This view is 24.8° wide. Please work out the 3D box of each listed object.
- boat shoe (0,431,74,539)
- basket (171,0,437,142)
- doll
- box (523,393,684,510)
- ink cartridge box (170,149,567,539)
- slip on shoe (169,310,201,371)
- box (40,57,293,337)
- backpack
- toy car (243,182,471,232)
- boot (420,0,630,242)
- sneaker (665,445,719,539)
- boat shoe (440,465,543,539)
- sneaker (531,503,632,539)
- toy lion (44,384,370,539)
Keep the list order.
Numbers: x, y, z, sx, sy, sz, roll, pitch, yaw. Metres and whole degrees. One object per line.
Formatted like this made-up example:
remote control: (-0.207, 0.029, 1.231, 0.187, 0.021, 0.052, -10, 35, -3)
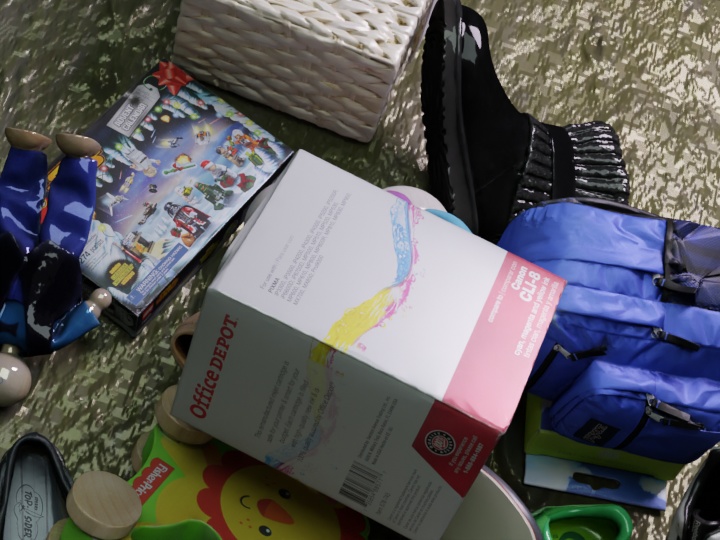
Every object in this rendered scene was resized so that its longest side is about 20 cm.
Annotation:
boat shoe: (-0.215, 0.202, 1.105, 0.074, 0.066, 0.200, 3, 60, -13)
basket: (-0.046, -0.210, 1.342, 0.199, 0.136, 0.124, 20, 60, -1)
doll: (-0.246, 0.000, 1.197, 0.136, 0.048, 0.201, 7, 82, 9)
box: (0.194, 0.078, 1.284, 0.121, 0.048, 0.201, 11, 58, -6)
ink cartridge box: (0.002, 0.049, 1.059, 0.199, 0.146, 0.145, 27, 49, 2)
slip on shoe: (-0.049, 0.096, 1.140, 0.200, 0.076, 0.061, 42, 17, 14)
box: (-0.165, -0.061, 1.284, 0.137, 0.040, 0.200, 35, 59, 9)
backpack: (0.188, 0.040, 1.182, 0.199, 0.163, 0.168, 16, 61, -5)
toy car: (0.000, 0.000, 1.222, 0.199, 0.150, 0.176, 4, 59, -11)
boot: (0.134, -0.120, 1.333, 0.157, 0.079, 0.212, -6, 98, -12)
sneaker: (0.235, 0.208, 1.159, 0.074, 0.080, 0.201, 21, 89, 33)
boat shoe: (0.053, 0.154, 1.160, 0.200, 0.062, 0.071, 27, 97, 34)
sneaker: (0.106, 0.207, 1.167, 0.199, 0.084, 0.074, -19, 67, -22)
toy lion: (-0.089, 0.178, 1.119, 0.191, 0.069, 0.200, 34, 31, 6)
